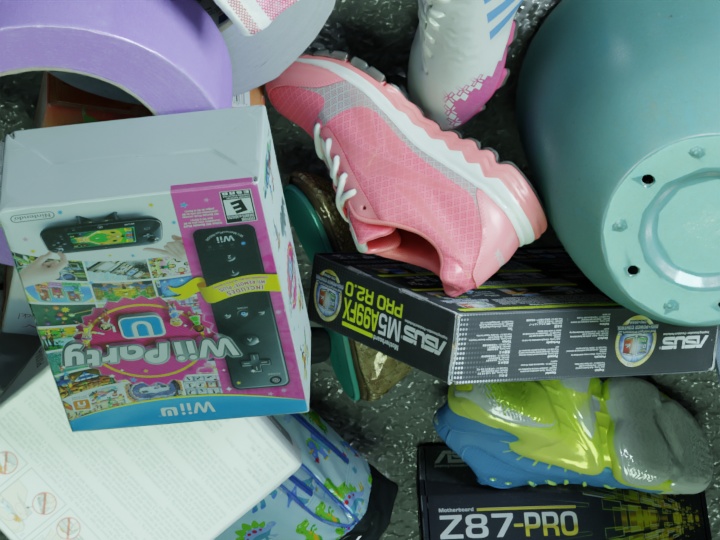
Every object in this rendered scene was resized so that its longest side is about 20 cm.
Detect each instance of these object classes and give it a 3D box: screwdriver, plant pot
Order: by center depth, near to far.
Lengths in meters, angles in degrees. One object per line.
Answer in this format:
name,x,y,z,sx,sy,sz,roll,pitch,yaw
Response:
plant pot,0.194,-0.061,1.609,0.199,0.161,0.201,0,121,-1
screwdriver,-0.113,0.060,1.756,0.199,0.028,0.029,-10,112,-18

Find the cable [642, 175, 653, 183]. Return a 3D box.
cable,0.177,-0.001,1.777,0.097,0.050,0.200,24,128,-28

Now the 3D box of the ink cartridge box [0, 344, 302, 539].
ink cartridge box,-0.161,0.120,1.728,0.200,0.047,0.160,-39,111,6

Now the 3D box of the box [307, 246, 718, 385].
box,0.092,0.025,1.685,0.199,0.160,0.045,-2,105,-34

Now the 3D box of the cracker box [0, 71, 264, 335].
cracker box,-0.143,-0.040,1.715,0.133,0.058,0.201,7,134,-12

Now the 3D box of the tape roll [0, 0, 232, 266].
tape roll,-0.172,-0.088,1.568,0.199,0.066,0.201,-1,138,-1

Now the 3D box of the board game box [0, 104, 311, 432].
board game box,-0.112,0.003,1.579,0.147,0.065,0.200,-5,140,5

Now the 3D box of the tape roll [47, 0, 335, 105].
tape roll,-0.110,-0.187,1.564,0.199,0.066,0.201,-1,136,-1

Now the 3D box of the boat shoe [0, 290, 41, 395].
boat shoe,-0.278,0.061,1.814,0.199,0.071,0.070,-9,163,1

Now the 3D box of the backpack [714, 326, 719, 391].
backpack,0.317,0.083,1.713,0.190,0.201,0.154,25,137,-36

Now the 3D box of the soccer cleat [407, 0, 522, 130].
soccer cleat,0.056,-0.160,1.586,0.086,0.070,0.200,-6,140,-35

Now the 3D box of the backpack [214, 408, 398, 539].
backpack,-0.097,0.134,1.852,0.163,0.154,0.200,-22,114,24

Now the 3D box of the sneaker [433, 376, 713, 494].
sneaker,0.138,0.113,1.889,0.199,0.076,0.105,24,145,-20

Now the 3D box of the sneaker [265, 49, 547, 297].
sneaker,0.010,-0.057,1.626,0.200,0.087,0.074,33,162,24

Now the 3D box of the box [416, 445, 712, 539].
box,0.140,0.193,1.894,0.199,0.162,0.049,0,136,-1

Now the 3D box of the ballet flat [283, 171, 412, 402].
ballet flat,0.000,0.000,1.773,0.065,0.071,0.201,-28,139,-13

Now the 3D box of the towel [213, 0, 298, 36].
towel,-0.021,-0.235,1.477,0.200,0.030,0.147,-39,122,-5
